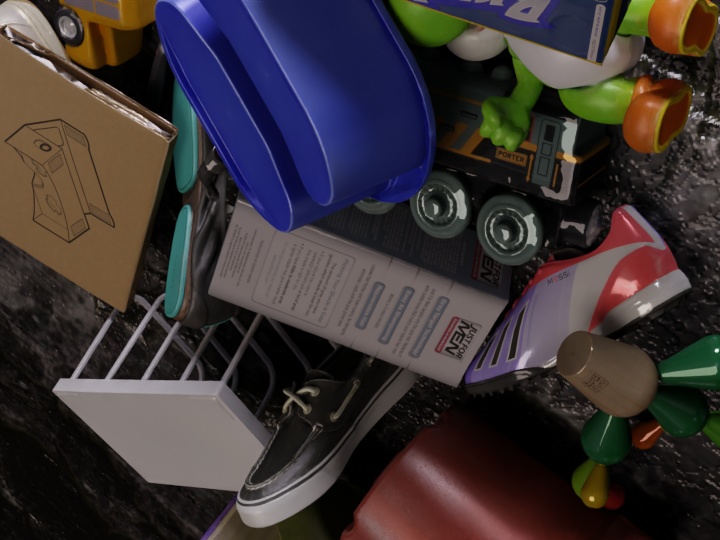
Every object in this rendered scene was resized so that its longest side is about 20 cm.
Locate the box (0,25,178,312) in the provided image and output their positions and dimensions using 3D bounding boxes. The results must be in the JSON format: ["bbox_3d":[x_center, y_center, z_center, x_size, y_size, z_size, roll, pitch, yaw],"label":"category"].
[{"bbox_3d":[-0.237,-0.076,0.901,0.162,0.021,0.201,31,133,5],"label":"box"}]

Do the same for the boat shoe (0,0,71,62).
[{"bbox_3d":[-0.260,-0.129,0.936,0.073,0.069,0.201,-29,100,44],"label":"boat shoe"}]

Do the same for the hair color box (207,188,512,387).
[{"bbox_3d":[0.000,0.000,0.795,0.197,0.061,0.100,21,134,-5],"label":"hair color box"}]

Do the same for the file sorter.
[{"bbox_3d":[-0.127,0.096,0.940,0.198,0.126,0.139,-4,136,38],"label":"file sorter"}]

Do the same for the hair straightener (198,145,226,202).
[{"bbox_3d":[-0.052,-0.125,0.785,0.041,0.077,0.200,37,118,-9],"label":"hair straightener"}]

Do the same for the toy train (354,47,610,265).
[{"bbox_3d":[0.070,-0.082,0.725,0.198,0.085,0.116,21,117,27],"label":"toy train"}]

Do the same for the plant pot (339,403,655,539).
[{"bbox_3d":[0.101,0.219,0.840,0.195,0.200,0.202,40,135,17],"label":"plant pot"}]

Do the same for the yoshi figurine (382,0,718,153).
[{"bbox_3d":[0.088,-0.138,0.624,0.198,0.113,0.112,27,165,29],"label":"yoshi figurine"}]

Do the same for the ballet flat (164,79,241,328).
[{"bbox_3d":[-0.115,-0.056,0.868,0.068,0.067,0.204,-5,82,63],"label":"ballet flat"}]

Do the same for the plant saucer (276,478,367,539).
[{"bbox_3d":[0.009,0.244,0.934,0.031,0.200,0.200,-44,90,14],"label":"plant saucer"}]

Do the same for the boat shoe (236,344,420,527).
[{"bbox_3d":[-0.032,0.106,0.840,0.070,0.200,0.064,-3,123,45],"label":"boat shoe"}]

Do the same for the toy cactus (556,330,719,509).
[{"bbox_3d":[0.191,0.093,0.714,0.164,0.104,0.199,27,138,-28],"label":"toy cactus"}]

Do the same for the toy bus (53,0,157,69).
[{"bbox_3d":[-0.180,-0.246,0.802,0.077,0.065,0.203,19,128,22],"label":"toy bus"}]

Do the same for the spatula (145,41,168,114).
[{"bbox_3d":[-0.137,-0.178,0.833,0.020,0.057,0.200,17,145,-16],"label":"spatula"}]

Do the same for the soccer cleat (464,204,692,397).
[{"bbox_3d":[0.136,0.028,0.768,0.199,0.068,0.074,-37,75,46],"label":"soccer cleat"}]

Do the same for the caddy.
[{"bbox_3d":[-0.033,-0.123,0.666,0.202,0.104,0.141,60,151,-3],"label":"caddy"}]

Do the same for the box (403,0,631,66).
[{"bbox_3d":[0.041,-0.174,0.547,0.197,0.065,0.070,21,154,15],"label":"box"}]

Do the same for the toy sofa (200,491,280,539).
[{"bbox_3d":[-0.111,0.231,0.985,0.082,0.201,0.098,-9,121,40],"label":"toy sofa"}]
